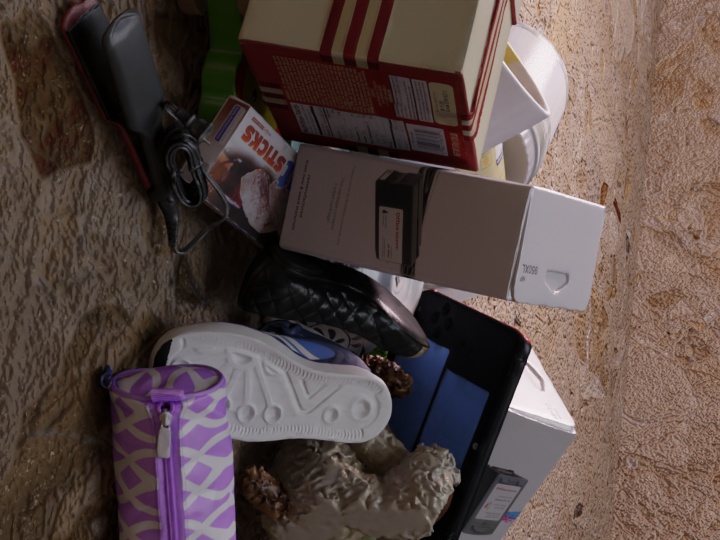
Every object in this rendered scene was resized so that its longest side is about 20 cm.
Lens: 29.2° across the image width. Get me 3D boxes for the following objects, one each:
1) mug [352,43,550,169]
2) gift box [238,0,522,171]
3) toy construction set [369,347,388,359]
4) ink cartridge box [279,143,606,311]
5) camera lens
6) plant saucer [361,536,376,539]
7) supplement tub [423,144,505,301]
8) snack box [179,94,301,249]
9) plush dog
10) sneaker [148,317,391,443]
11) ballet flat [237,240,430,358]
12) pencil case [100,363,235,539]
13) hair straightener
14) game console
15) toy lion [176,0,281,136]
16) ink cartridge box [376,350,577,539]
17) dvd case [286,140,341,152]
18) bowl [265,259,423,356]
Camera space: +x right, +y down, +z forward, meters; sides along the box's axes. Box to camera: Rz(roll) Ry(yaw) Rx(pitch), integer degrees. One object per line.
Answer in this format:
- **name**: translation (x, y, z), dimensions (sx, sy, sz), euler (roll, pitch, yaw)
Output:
- **mug**: translation (0.061, -0.157, 1.210), dimensions (0.150, 0.153, 0.187), euler (49, 16, -18)
- **gift box**: translation (0.038, -0.192, 0.996), dimensions (0.185, 0.198, 0.188), euler (78, 24, -71)
- **toy construction set**: translation (0.064, 0.081, 1.363), dimensions (0.093, 0.130, 0.200), euler (-66, 160, -10)
- **ink cartridge box**: translation (0.064, -0.033, 1.037), dimensions (0.144, 0.199, 0.085), euler (6, 97, -59)
- **camera lens**: translation (0.134, -0.170, 1.501), dimensions (0.200, 0.159, 0.161), euler (-61, 147, -51)
- **plant saucer**: translation (0.023, 0.232, 1.407), dimensions (0.200, 0.048, 0.201), euler (69, 30, -48)
- **supplement tub**: translation (0.073, -0.082, 1.364), dimensions (0.145, 0.143, 0.201), euler (-59, 145, -53)
- **snack box**: translation (-0.070, -0.059, 1.045), dimensions (0.072, 0.024, 0.200), euler (-58, 154, -5)
- **plush dog**: translation (-0.024, 0.161, 1.165), dimensions (0.200, 0.160, 0.172), euler (-51, -163, 32)
- **sneaker**: translation (-0.085, 0.075, 1.055), dimensions (0.199, 0.146, 0.081), euler (14, 95, -27)
- **ballet flat**: translation (-0.018, 0.030, 1.103), dimensions (0.199, 0.057, 0.067), euler (26, 22, -41)
- **pencil case**: translation (-0.123, 0.160, 0.928), dimensions (0.085, 0.083, 0.202), euler (-142, -133, -71)
- **hair straightener**: translation (-0.131, -0.083, 0.897), dimensions (0.041, 0.077, 0.201), euler (-48, 143, -34)
- **game console**: translation (0.061, 0.126, 1.191), dimensions (0.031, 0.177, 0.201), euler (19, 94, -27)
- **toy lion**: translation (-0.078, -0.174, 1.065), dimensions (0.200, 0.068, 0.193), euler (-64, 157, -49)
- **ink cartridge box**: translation (0.088, 0.165, 1.242), dimensions (0.201, 0.085, 0.148), euler (-60, -151, 22)
- **dvd case**: translation (-0.036, -0.178, 1.229), dimensions (0.146, 0.022, 0.202), euler (20, 76, -70)
- **bowl**: translation (0.000, 0.000, 1.214), dimensions (0.201, 0.094, 0.202), euler (11, 90, -69)
